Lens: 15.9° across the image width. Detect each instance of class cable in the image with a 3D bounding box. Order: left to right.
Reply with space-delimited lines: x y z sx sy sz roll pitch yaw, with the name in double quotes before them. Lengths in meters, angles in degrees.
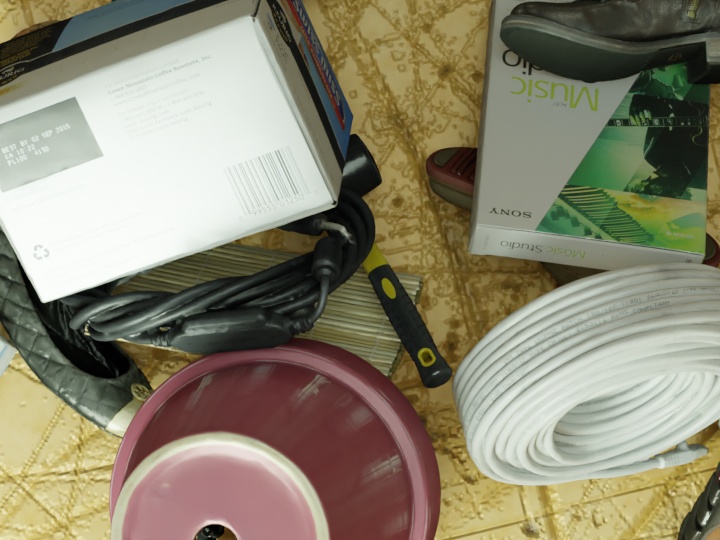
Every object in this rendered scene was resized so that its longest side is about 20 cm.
"cable" -0.094 -0.011 1.589 0.200 0.163 0.051 -7 127 19
"cable" 0.156 0.063 1.587 0.200 0.200 0.069 -11 62 -18

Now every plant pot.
"plant pot" -0.062 0.145 1.516 0.200 0.179 0.200 1 94 9

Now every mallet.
"mallet" 0.000 0.000 1.621 0.066 0.041 0.200 -22 53 3

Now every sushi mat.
"sushi mat" -0.066 0.022 1.634 0.200 0.012 0.096 10 48 9

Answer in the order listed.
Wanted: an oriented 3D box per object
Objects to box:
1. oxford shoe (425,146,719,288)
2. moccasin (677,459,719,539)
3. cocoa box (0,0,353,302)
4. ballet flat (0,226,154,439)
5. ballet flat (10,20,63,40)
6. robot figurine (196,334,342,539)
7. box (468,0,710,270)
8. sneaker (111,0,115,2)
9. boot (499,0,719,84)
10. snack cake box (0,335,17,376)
"oxford shoe" 0.127 -0.017 1.658 0.200 0.070 0.075 25 124 15
"moccasin" 0.264 0.131 1.602 0.078 0.074 0.201 19 127 -4
"cocoa box" -0.122 -0.091 1.562 0.200 0.131 0.133 -19 113 13
"ballet flat" -0.191 0.029 1.640 0.057 0.066 0.200 -43 86 24
"ballet flat" -0.133 -0.119 1.656 0.200 0.065 0.071 7 82 -2
"robot figurine" -0.043 0.144 1.644 0.145 0.058 0.200 -8 86 -1
"box" 0.147 -0.090 1.633 0.144 0.036 0.200 7 57 -2
"sneaker" -0.054 -0.192 1.669 0.200 0.060 0.104 13 85 4
"boot" 0.182 -0.209 1.623 0.200 0.069 0.174 3 79 -16
"snack cake box" -0.321 0.100 1.634 0.115 0.067 0.200 33 85 2
